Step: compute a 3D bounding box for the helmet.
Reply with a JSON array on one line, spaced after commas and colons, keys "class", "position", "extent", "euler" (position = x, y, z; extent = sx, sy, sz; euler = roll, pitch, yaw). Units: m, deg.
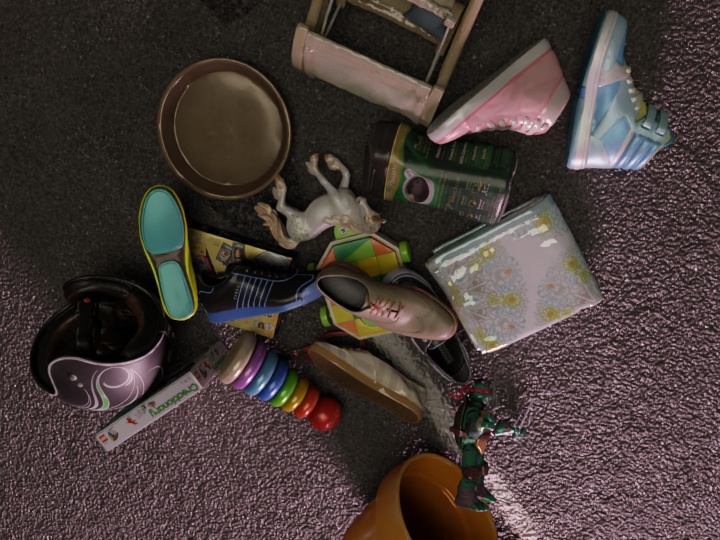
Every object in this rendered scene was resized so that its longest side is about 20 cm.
[{"class": "helmet", "position": [-0.383, 0.115, 1.095], "extent": [0.200, 0.200, 0.191], "euler": [34, 140, -1]}]

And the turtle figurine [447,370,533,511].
[{"class": "turtle figurine", "position": [0.182, 0.241, 1.078], "extent": [0.100, 0.149, 0.201], "euler": [8, 90, 39]}]

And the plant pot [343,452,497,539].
[{"class": "plant pot", "position": [0.073, 0.408, 1.114], "extent": [0.200, 0.200, 0.183], "euler": [44, 123, -5]}]

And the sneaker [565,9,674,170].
[{"class": "sneaker", "position": [0.342, -0.221, 0.934], "extent": [0.130, 0.080, 0.201], "euler": [10, 117, 9]}]

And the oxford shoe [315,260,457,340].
[{"class": "oxford shoe", "position": [0.030, 0.050, 0.974], "extent": [0.199, 0.075, 0.071], "euler": [19, 103, 8]}]

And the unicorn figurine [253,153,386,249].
[{"class": "unicorn figurine", "position": [-0.049, -0.092, 1.031], "extent": [0.200, 0.074, 0.138], "euler": [-29, 84, 36]}]

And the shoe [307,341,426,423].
[{"class": "shoe", "position": [0.013, 0.158, 1.108], "extent": [0.200, 0.053, 0.070], "euler": [33, 152, -5]}]

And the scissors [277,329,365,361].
[{"class": "scissors", "position": [-0.091, 0.123, 1.142], "extent": [0.199, 0.014, 0.073], "euler": [3, 109, 10]}]

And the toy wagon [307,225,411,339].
[{"class": "toy wagon", "position": [0.000, 0.000, 1.075], "extent": [0.155, 0.040, 0.201], "euler": [-13, 104, 13]}]

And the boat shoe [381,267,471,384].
[{"class": "boat shoe", "position": [0.099, 0.083, 1.040], "extent": [0.072, 0.068, 0.200], "euler": [-33, 115, -5]}]

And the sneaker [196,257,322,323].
[{"class": "sneaker", "position": [-0.142, 0.018, 1.052], "extent": [0.199, 0.070, 0.078], "euler": [-14, 108, 13]}]

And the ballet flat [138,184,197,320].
[{"class": "ballet flat", "position": [-0.275, -0.027, 1.062], "extent": [0.067, 0.067, 0.201], "euler": [-9, 106, -4]}]

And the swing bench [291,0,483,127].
[{"class": "swing bench", "position": [0.034, -0.306, 0.932], "extent": [0.198, 0.130, 0.201], "euler": [24, 109, 2]}]

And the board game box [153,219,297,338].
[{"class": "board game box", "position": [-0.207, 0.010, 1.115], "extent": [0.199, 0.035, 0.136], "euler": [17, 108, 4]}]

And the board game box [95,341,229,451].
[{"class": "board game box", "position": [-0.302, 0.192, 1.137], "extent": [0.200, 0.126, 0.035], "euler": [-33, 98, 17]}]

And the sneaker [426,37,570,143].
[{"class": "sneaker", "position": [0.187, -0.200, 0.942], "extent": [0.200, 0.075, 0.105], "euler": [-38, 104, -10]}]

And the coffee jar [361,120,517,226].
[{"class": "coffee jar", "position": [0.102, -0.132, 0.987], "extent": [0.199, 0.086, 0.104], "euler": [14, 143, 5]}]

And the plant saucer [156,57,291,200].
[{"class": "plant saucer", "position": [-0.193, -0.202, 1.054], "extent": [0.199, 0.029, 0.201], "euler": [2, 106, 8]}]

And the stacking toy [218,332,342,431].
[{"class": "stacking toy", "position": [-0.112, 0.178, 1.124], "extent": [0.200, 0.085, 0.085], "euler": [33, 109, -15]}]

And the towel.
[{"class": "towel", "position": [0.214, 0.009, 1.039], "extent": [0.200, 0.048, 0.172], "euler": [-27, 103, 16]}]
